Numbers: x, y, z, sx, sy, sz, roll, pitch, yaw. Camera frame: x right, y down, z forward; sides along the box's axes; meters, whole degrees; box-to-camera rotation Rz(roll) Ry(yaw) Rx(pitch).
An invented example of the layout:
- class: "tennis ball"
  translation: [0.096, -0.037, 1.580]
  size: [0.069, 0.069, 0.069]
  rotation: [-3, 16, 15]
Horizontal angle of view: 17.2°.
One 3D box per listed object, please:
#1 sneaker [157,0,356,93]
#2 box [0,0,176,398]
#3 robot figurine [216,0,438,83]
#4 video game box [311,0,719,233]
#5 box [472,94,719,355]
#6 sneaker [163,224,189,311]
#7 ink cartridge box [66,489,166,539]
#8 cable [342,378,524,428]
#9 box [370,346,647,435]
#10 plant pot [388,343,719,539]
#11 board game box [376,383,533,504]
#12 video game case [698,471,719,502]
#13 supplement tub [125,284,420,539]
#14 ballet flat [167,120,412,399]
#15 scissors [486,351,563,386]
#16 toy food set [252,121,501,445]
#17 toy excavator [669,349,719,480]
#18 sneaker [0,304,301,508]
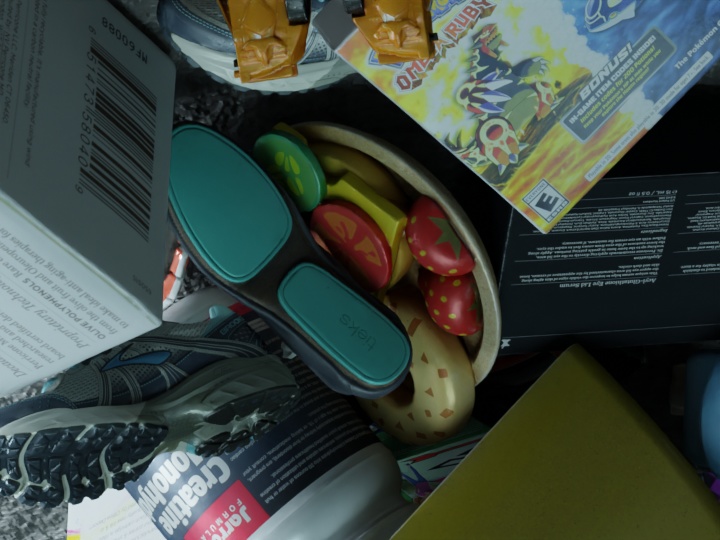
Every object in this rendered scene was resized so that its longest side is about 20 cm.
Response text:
- class: "sneaker"
  translation: [-0.010, -0.149, 1.289]
  size: [0.200, 0.078, 0.086]
  rotation: [1, 131, -17]
- class: "box"
  translation: [-0.225, -0.064, 1.280]
  size: [0.171, 0.199, 0.200]
  rotation: [-24, 136, 26]
- class: "robot figurine"
  translation: [-0.025, -0.197, 1.165]
  size: [0.145, 0.200, 0.058]
  rotation: [-6, -176, 7]
- class: "video game box"
  translation: [0.106, -0.144, 1.251]
  size: [0.200, 0.047, 0.182]
  rotation: [-46, 123, 9]
- class: "box"
  translation: [0.172, -0.028, 1.418]
  size: [0.200, 0.079, 0.141]
  rotation: [-3, 132, -10]
- class: "sneaker"
  translation: [-0.148, -0.014, 1.454]
  size: [0.082, 0.077, 0.200]
  rotation: [18, 135, -8]
- class: "ink cartridge box"
  translation: [-0.113, 0.188, 1.607]
  size: [0.128, 0.200, 0.125]
  rotation: [-28, 135, 29]
- class: "cable"
  translation: [0.036, 0.135, 1.545]
  size: [0.163, 0.051, 0.200]
  rotation: [43, 121, -18]
- class: "box"
  translation: [0.053, 0.056, 1.574]
  size: [0.200, 0.048, 0.193]
  rotation: [27, 134, -33]
- class: "plant pot"
  translation: [0.138, 0.202, 1.439]
  size: [0.200, 0.176, 0.200]
  rotation: [-46, 156, -16]
- class: "board game box"
  translation: [0.085, 0.136, 1.617]
  size: [0.200, 0.029, 0.135]
  rotation: [-20, 142, 24]
- class: "video game case"
  translation: [0.256, 0.158, 1.630]
  size: [0.200, 0.036, 0.181]
  rotation: [-6, 167, -34]
- class: "supplement tub"
  translation: [-0.065, 0.120, 1.454]
  size: [0.140, 0.200, 0.140]
  rotation: [-39, 167, -10]
- class: "ballet flat"
  translation: [-0.052, -0.001, 1.377]
  size: [0.200, 0.073, 0.073]
  rotation: [46, 129, -4]
- class: "scissors"
  translation: [0.036, 0.078, 1.552]
  size: [0.200, 0.014, 0.073]
  rotation: [-25, 140, 21]
- class: "toy food set"
  translation: [0.000, 0.000, 1.419]
  size: [0.198, 0.049, 0.200]
  rotation: [37, 144, 19]
- class: "toy excavator"
  translation: [0.244, 0.084, 1.507]
  size: [0.200, 0.100, 0.194]
  rotation: [7, -175, 42]
- class: "sneaker"
  translation: [-0.137, 0.071, 1.342]
  size: [0.200, 0.086, 0.078]
  rotation: [-12, 146, -35]
